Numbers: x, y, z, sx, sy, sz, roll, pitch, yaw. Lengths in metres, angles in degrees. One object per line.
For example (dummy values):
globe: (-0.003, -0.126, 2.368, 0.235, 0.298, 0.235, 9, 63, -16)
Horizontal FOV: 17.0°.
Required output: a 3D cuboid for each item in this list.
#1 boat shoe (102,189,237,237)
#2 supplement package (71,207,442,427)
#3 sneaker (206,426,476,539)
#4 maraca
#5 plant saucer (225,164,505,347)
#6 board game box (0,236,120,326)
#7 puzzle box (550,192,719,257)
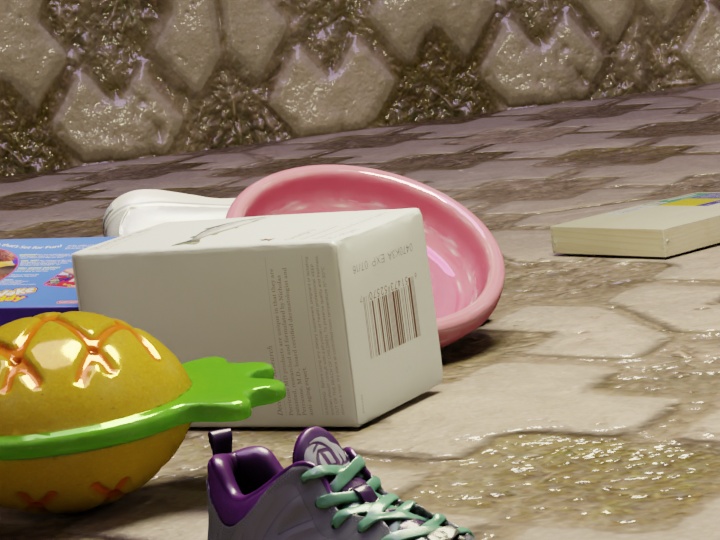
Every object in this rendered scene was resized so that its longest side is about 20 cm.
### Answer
boat shoe: (-0.087, -0.018, 1.755, 0.199, 0.072, 0.069, 7, 40, -19)
supplement package: (-0.065, 0.030, 1.525, 0.199, 0.118, 0.117, -3, 11, 30)
sneaker: (0.000, 0.112, 0.990, 0.199, 0.088, 0.074, 1, 11, 44)
maraca: (-0.141, 0.074, 1.309, 0.198, 0.108, 0.137, -8, 15, -9)
plant saucer: (0.000, 0.000, 1.683, 0.199, 0.051, 0.201, 9, 35, -6)
board game box: (-0.243, 0.021, 1.642, 0.198, 0.045, 0.135, -1, 21, 17)
puzzle box: (0.280, -0.041, 2.092, 0.199, 0.026, 0.133, -13, 10, -40)
